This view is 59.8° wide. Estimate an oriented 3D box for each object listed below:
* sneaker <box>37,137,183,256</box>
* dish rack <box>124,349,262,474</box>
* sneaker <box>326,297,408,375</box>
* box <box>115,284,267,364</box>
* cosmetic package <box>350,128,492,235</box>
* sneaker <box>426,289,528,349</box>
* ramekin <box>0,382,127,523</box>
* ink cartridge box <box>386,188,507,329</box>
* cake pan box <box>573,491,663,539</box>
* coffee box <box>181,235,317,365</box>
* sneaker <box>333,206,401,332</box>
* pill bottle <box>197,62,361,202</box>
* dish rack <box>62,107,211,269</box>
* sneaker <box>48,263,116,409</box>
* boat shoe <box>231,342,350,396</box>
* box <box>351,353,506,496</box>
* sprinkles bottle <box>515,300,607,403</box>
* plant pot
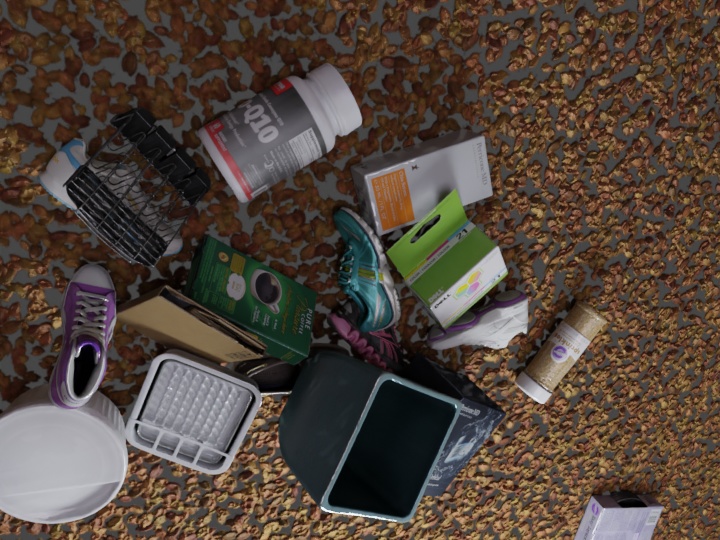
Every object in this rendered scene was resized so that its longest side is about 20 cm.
[{"bbox_3d":[-0.316,-0.091,0.836,0.200,0.077,0.081,37,93,-29],"label":"sneaker"},{"bbox_3d":[-0.252,0.212,0.957,0.171,0.044,0.201,24,117,-10],"label":"dish rack"},{"bbox_3d":[0.037,0.112,1.049,0.096,0.079,0.200,-50,120,-10],"label":"sneaker"},{"bbox_3d":[-0.243,0.083,0.872,0.163,0.200,0.021,36,61,-26],"label":"box"},{"bbox_3d":[0.095,-0.138,0.967,0.199,0.071,0.102,-21,116,-12],"label":"cosmetic package"},{"bbox_3d":[0.214,0.110,1.103,0.199,0.075,0.100,-20,114,-12],"label":"sneaker"},{"bbox_3d":[-0.435,0.255,0.904,0.201,0.094,0.204,-4,112,-11],"label":"ramekin"},{"bbox_3d":[0.140,-0.011,0.982,0.148,0.076,0.200,-42,148,-1],"label":"ink cartridge box"},{"bbox_3d":[0.586,0.606,1.444,0.183,0.052,0.201,5,108,-24],"label":"cake pan box"},{"bbox_3d":[-0.159,0.047,0.920,0.199,0.123,0.044,29,135,-28],"label":"coffee box"},{"bbox_3d":[0.000,0.000,0.961,0.079,0.077,0.201,-23,97,-17],"label":"sneaker"},{"bbox_3d":[-0.107,-0.190,0.850,0.199,0.114,0.114,-33,117,-6],"label":"pill bottle"},{"bbox_3d":[-0.277,-0.101,0.782,0.054,0.201,0.153,-22,123,34],"label":"dish rack"},{"bbox_3d":[-0.353,0.078,0.823,0.072,0.114,0.202,11,68,-31],"label":"sneaker"},{"bbox_3d":[-0.106,0.165,1.018,0.199,0.060,0.072,-3,110,-19],"label":"boat shoe"},{"bbox_3d":[0.117,0.270,1.070,0.200,0.117,0.196,-53,142,5],"label":"box"},{"bbox_3d":[0.377,0.154,1.184,0.068,0.068,0.200,33,96,-27],"label":"sprinkles bottle"},{"bbox_3d":[-0.010,0.225,0.936,0.196,0.200,0.197,28,86,-42],"label":"plant pot"}]
